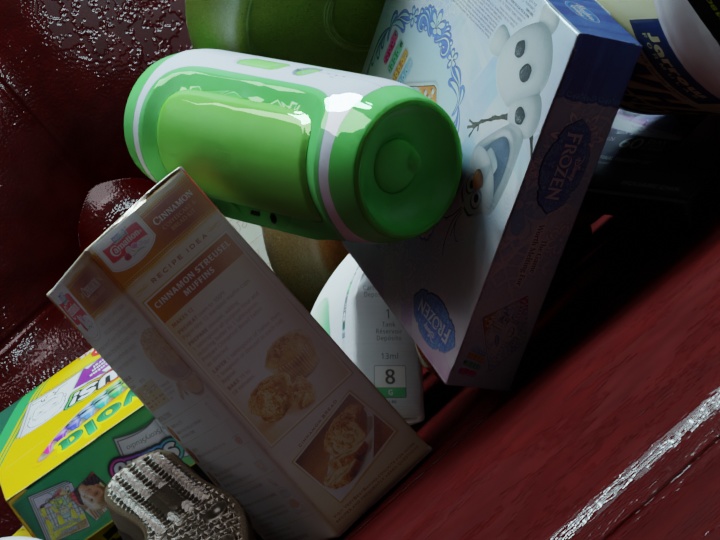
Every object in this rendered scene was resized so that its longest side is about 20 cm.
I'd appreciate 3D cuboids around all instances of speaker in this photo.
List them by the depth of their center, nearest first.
[{"bbox_3d":[-0.038,-0.067,1.431,0.088,0.088,0.200,-43,34,-25],"label":"speaker"}]

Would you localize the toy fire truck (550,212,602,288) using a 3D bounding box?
[{"bbox_3d":[0.130,-0.062,1.682,0.168,0.112,0.200,-20,11,22],"label":"toy fire truck"}]

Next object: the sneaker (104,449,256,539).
[{"bbox_3d":[-0.083,0.161,1.491,0.070,0.076,0.200,-35,24,-2],"label":"sneaker"}]

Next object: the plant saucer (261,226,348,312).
[{"bbox_3d":[0.035,-0.041,1.790,0.200,0.200,0.035,-42,23,-5],"label":"plant saucer"}]

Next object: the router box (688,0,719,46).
[{"bbox_3d":[0.205,-0.181,1.240,0.150,0.200,0.062,-42,17,-15],"label":"router box"}]

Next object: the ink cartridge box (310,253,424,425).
[{"bbox_3d":[0.000,0.000,1.657,0.050,0.200,0.161,-2,-7,-11],"label":"ink cartridge box"}]

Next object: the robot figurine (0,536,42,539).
[{"bbox_3d":[-0.214,0.235,1.499,0.150,0.125,0.200,-8,25,40],"label":"robot figurine"}]

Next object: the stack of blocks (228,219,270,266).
[{"bbox_3d":[-0.078,0.034,1.976,0.059,0.200,0.115,-40,2,-22],"label":"stack of blocks"}]

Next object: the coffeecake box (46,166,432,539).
[{"bbox_3d":[-0.070,0.054,1.482,0.073,0.200,0.154,-42,3,-16],"label":"coffeecake box"}]

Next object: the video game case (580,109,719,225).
[{"bbox_3d":[0.167,-0.090,1.498,0.143,0.019,0.200,9,38,36],"label":"video game case"}]

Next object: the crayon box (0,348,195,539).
[{"bbox_3d":[-0.138,0.084,1.737,0.200,0.058,0.173,-35,16,-3],"label":"crayon box"}]

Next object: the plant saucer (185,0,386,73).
[{"bbox_3d":[0.003,-0.152,1.515,0.200,0.200,0.031,-41,41,15],"label":"plant saucer"}]

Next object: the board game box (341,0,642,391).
[{"bbox_3d":[0.056,-0.072,1.426,0.200,0.043,0.199,54,130,53],"label":"board game box"}]

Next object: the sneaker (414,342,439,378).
[{"bbox_3d":[0.076,-0.024,1.528,0.077,0.073,0.200,83,-156,-51],"label":"sneaker"}]

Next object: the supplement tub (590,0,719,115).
[{"bbox_3d":[0.189,-0.151,1.378,0.145,0.145,0.200,-42,17,-15],"label":"supplement tub"}]

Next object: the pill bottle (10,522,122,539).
[{"bbox_3d":[-0.154,0.175,1.798,0.200,0.104,0.104,-44,3,-32],"label":"pill bottle"}]

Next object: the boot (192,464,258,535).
[{"bbox_3d":[-0.069,0.138,1.760,0.200,0.074,0.075,-38,-19,-33],"label":"boot"}]
